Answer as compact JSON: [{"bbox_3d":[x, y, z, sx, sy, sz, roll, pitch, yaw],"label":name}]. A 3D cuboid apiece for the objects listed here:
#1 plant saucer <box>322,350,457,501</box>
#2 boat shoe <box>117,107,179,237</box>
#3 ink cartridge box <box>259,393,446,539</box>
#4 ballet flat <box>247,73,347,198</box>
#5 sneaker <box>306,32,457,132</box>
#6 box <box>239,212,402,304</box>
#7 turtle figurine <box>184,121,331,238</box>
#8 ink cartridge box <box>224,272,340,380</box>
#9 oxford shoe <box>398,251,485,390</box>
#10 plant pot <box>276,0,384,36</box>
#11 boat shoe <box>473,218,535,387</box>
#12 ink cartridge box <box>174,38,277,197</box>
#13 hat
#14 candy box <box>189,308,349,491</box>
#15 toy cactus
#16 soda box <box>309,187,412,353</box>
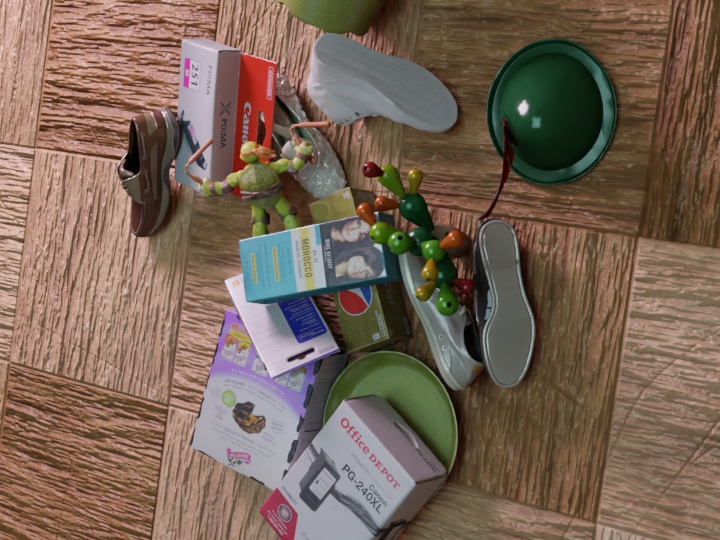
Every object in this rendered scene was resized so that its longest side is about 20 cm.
[{"bbox_3d":[0.042,0.202,1.683,0.199,0.031,0.202,0,89,32],"label":"plant saucer"},{"bbox_3d":[-0.308,-0.137,1.868,0.076,0.071,0.201,47,133,45],"label":"boat shoe"},{"bbox_3d":[-0.011,0.274,1.648,0.145,0.083,0.201,46,113,25],"label":"ink cartridge box"},{"bbox_3d":[-0.093,-0.176,1.760,0.072,0.072,0.201,-41,69,25],"label":"ballet flat"},{"bbox_3d":[0.024,-0.218,1.688,0.199,0.116,0.074,29,66,2],"label":"sneaker"},{"bbox_3d":[-0.051,-0.013,1.655,0.198,0.049,0.083,-11,82,24],"label":"box"},{"bbox_3d":[-0.114,-0.106,1.712,0.198,0.065,0.162,-18,117,5],"label":"turtle figurine"},{"bbox_3d":[-0.100,0.065,1.706,0.094,0.037,0.200,-22,42,-9],"label":"ink cartridge box"},{"bbox_3d":[0.102,0.046,1.626,0.057,0.075,0.201,-28,78,23],"label":"oxford shoe"},{"bbox_3d":[-0.018,-0.402,1.659,0.200,0.200,0.185,38,120,27],"label":"plant pot"},{"bbox_3d":[0.170,0.038,1.599,0.066,0.057,0.202,-5,90,-3],"label":"boat shoe"},{"bbox_3d":[-0.184,-0.196,1.784,0.173,0.043,0.202,26,116,48],"label":"ink cartridge box"},{"bbox_3d":[0.187,-0.180,1.512,0.165,0.176,0.201,-36,70,26],"label":"hat"},{"bbox_3d":[-0.122,0.171,1.766,0.167,0.071,0.202,22,100,31],"label":"candy box"},{"bbox_3d":[0.085,-0.043,1.582,0.102,0.165,0.201,-44,68,23],"label":"toy cactus"},{"bbox_3d":[0.000,0.000,1.695,0.067,0.064,0.202,-21,77,29],"label":"soda box"}]
